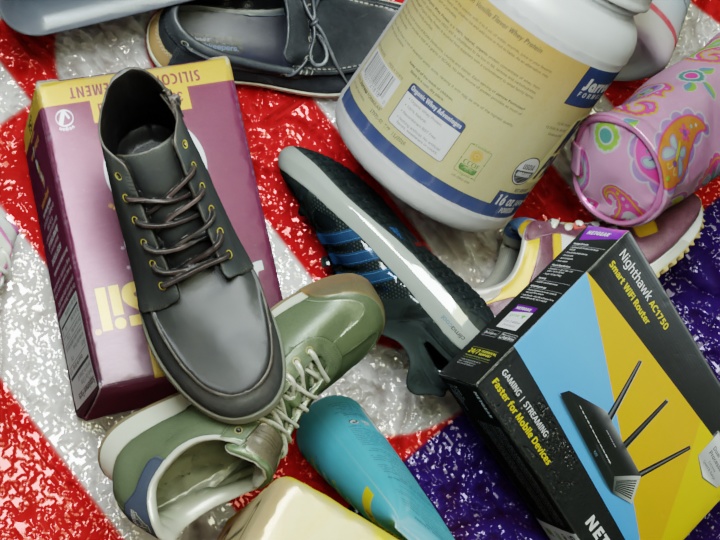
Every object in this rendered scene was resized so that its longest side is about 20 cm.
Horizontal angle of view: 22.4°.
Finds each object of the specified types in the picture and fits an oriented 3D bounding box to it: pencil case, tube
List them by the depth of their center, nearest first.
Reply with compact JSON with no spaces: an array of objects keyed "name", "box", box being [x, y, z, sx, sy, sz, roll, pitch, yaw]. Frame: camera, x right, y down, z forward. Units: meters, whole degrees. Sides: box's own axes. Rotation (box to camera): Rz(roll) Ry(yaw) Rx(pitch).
[{"name":"tube","box":[0.014,0.134,1.109,0.077,0.200,0.051,35,93,-26]},{"name":"pencil case","box":[0.226,-0.103,1.259,0.200,0.087,0.088,-34,85,-40]}]

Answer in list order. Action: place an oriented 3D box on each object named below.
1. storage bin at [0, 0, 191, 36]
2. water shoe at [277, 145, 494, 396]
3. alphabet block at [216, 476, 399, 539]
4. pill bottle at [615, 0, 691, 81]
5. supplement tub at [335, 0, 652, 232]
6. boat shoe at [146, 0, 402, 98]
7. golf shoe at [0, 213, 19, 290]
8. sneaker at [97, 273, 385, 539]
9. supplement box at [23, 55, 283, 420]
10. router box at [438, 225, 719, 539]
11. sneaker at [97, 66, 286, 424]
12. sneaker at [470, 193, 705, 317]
[{"name":"storage bin","box":[-0.167,-0.264,1.192,0.199,0.146,0.135,-18,42,-18]},{"name":"water shoe","box":[0.000,0.000,1.206,0.200,0.071,0.079,46,106,21]},{"name":"alphabet block","box":[-0.030,0.264,1.063,0.195,0.196,0.201,31,70,-6]},{"name":"pill bottle","box":[0.198,-0.246,1.306,0.108,0.109,0.201,23,70,-7]},{"name":"supplement tub","box":[0.090,-0.141,1.185,0.144,0.145,0.200,35,113,-3]},{"name":"boat shoe","box":[-0.046,-0.162,1.247,0.198,0.062,0.075,0,73,-16]},{"name":"golf shoe","box":[-0.253,0.009,1.142,0.091,0.075,0.202,-9,79,-20]},{"name":"sneaker","box":[-0.059,0.089,1.076,0.200,0.090,0.067,-35,127,0]},{"name":"supplement box","box":[-0.133,-0.021,1.163,0.130,0.103,0.202,-11,78,-18]},{"name":"router box","box":[0.160,0.094,1.188,0.149,0.051,0.201,-43,116,-18]},{"name":"sneaker","box":[-0.104,-0.012,1.035,0.074,0.106,0.201,-24,67,-7]},{"name":"sneaker","box":[0.149,-0.013,1.248,0.200,0.075,0.090,-37,92,-21]}]
